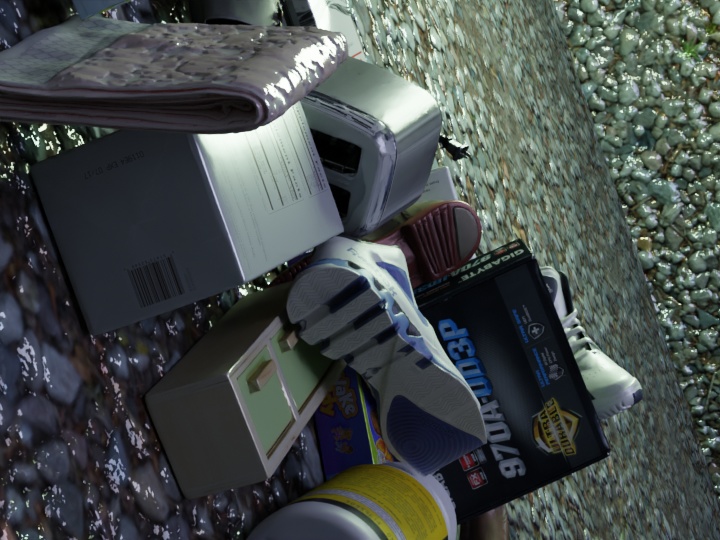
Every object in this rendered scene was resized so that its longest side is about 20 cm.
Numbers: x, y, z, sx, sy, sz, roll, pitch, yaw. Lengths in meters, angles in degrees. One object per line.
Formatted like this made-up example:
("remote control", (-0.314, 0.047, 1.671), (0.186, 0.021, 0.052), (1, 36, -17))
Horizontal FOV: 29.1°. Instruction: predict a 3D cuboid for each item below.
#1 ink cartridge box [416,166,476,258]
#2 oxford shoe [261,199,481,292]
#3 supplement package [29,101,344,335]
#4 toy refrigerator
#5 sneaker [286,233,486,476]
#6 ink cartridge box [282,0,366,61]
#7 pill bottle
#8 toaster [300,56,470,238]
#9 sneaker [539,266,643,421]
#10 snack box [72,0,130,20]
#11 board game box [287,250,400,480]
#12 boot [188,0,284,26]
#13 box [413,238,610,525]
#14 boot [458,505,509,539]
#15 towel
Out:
("ink cartridge box", (0.068, 0.009, 1.323), (0.148, 0.085, 0.202), (-153, -136, -86))
("oxford shoe", (0.000, 0.000, 1.113), (0.075, 0.199, 0.071), (18, -53, 64))
("supplement package", (-0.103, -0.045, 0.900), (0.111, 0.113, 0.200), (71, 20, -5))
("toy refrigerator", (-0.070, 0.074, 0.960), (0.200, 0.069, 0.077), (-50, 121, -67))
("sneaker", (0.025, 0.043, 1.016), (0.200, 0.080, 0.116), (53, 22, -25))
("ink cartridge box", (-0.051, -0.216, 1.258), (0.116, 0.067, 0.202), (-48, 120, -68))
("pill bottle", (-0.001, 0.201, 0.982), (0.200, 0.113, 0.115), (-13, 86, -71))
("toaster", (-0.026, -0.097, 1.065), (0.129, 0.198, 0.115), (-43, 152, -62))
("sneaker", (0.177, 0.060, 1.264), (0.199, 0.079, 0.131), (-150, -141, -74))
("snack box", (-0.174, -0.274, 0.926), (0.200, 0.067, 0.170), (-81, 149, -66))
("board game box", (0.000, 0.091, 1.183), (0.134, 0.044, 0.202), (24, 53, -66))
("boot", (-0.062, -0.225, 1.106), (0.198, 0.078, 0.139), (-3, 61, -29))
("box", (0.100, 0.095, 1.143), (0.046, 0.158, 0.201), (-112, 179, -68))
("boot", (0.109, 0.200, 1.310), (0.186, 0.064, 0.202), (-51, 139, -83))
("towel", (-0.117, -0.120, 0.814), (0.200, 0.189, 0.033), (-58, 151, -67))
